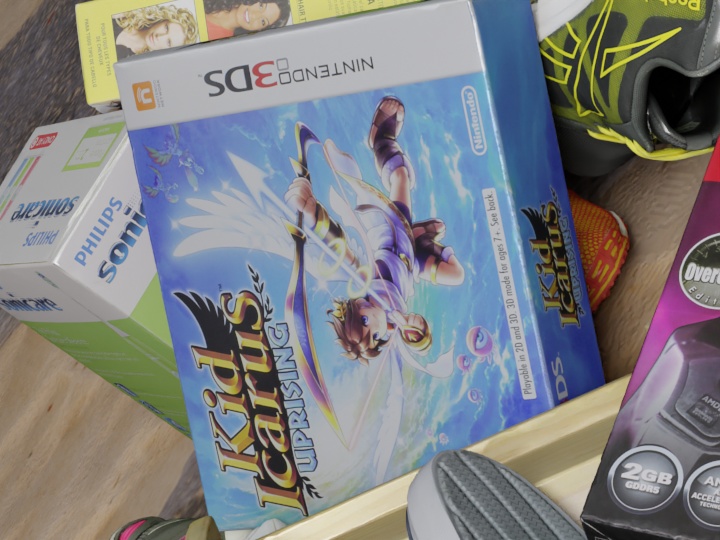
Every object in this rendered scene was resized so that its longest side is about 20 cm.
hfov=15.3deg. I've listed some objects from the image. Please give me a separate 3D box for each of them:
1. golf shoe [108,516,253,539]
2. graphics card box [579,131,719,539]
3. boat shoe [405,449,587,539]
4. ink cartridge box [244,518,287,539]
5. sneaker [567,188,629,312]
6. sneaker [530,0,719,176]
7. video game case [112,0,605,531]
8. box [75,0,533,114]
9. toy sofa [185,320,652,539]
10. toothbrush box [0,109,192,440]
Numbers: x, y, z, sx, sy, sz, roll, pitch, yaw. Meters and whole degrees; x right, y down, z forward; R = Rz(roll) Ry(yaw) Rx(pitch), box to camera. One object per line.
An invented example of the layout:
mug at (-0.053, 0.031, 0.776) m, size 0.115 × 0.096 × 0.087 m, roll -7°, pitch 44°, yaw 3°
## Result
golf shoe at (-0.107, 0.194, 1.210) m, size 0.088 × 0.077 × 0.201 m, roll -17°, pitch 42°, yaw 47°
graphics card box at (0.159, 0.018, 0.849) m, size 0.125 × 0.051 × 0.201 m, roll 11°, pitch 61°, yaw 23°
boat shoe at (0.061, 0.146, 0.829) m, size 0.067 × 0.073 × 0.200 m, roll -54°, pitch 49°, yaw 27°
ink cartridge box at (-0.034, 0.209, 1.014) m, size 0.147 × 0.083 × 0.200 m, roll -50°, pitch 23°, yaw 13°
sneaker at (0.057, -0.018, 1.171) m, size 0.073 × 0.077 × 0.200 m, roll -54°, pitch 22°, yaw 0°
sneaker at (0.104, -0.073, 1.002) m, size 0.200 × 0.074 × 0.085 m, roll 111°, pitch 151°, yaw -66°
video game case at (0.000, 0.000, 1.054) m, size 0.181 × 0.201 × 0.045 m, roll -7°, pitch 8°, yaw 38°
box at (-0.018, -0.106, 1.169) m, size 0.199 × 0.075 × 0.050 m, roll -12°, pitch 78°, yaw 15°
toy sofa at (0.043, 0.099, 0.931) m, size 0.199 × 0.098 × 0.083 m, roll -24°, pitch 3°, yaw -1°
toothbrush box at (-0.065, 0.020, 1.203) m, size 0.086 × 0.200 × 0.145 m, roll -60°, pitch 21°, yaw -14°
